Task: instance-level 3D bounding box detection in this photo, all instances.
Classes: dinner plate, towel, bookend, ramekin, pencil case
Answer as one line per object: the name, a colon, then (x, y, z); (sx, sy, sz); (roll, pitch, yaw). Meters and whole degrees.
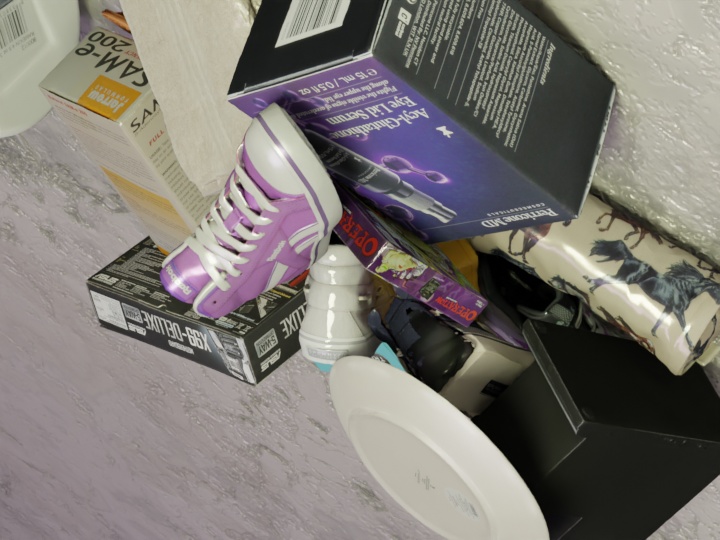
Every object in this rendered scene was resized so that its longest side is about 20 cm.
dinner plate: (0.048, 0.140, 1.210); (0.200, 0.024, 0.201); (35, 155, 19)
towel: (-0.103, -0.155, 1.186); (0.132, 0.034, 0.202); (-13, 99, 50)
bookend: (0.143, 0.145, 1.269); (0.198, 0.200, 0.093); (11, -140, -43)
ramekin: (-0.324, -0.204, 1.433); (0.097, 0.201, 0.201); (9, 145, 33)
pencil case: (0.174, -0.003, 1.235); (0.199, 0.078, 0.090); (32, 168, 12)

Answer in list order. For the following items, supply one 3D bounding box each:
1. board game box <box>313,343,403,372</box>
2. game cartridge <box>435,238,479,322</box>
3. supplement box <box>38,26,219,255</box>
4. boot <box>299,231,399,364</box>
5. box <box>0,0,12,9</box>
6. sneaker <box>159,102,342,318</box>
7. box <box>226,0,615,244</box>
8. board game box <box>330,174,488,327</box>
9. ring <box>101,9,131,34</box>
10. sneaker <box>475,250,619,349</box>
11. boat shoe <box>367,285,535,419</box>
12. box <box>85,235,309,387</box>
board game box: (-0.039, 0.015, 1.606); (0.150, 0.047, 0.200); (1, 138, 53)
game cartridge: (0.043, -0.019, 1.360); (0.177, 0.032, 0.201); (58, 166, 28)
supplement box: (-0.149, -0.086, 1.365); (0.126, 0.074, 0.200); (26, 157, 45)
boot: (0.000, 0.000, 1.307); (0.073, 0.097, 0.200); (6, -167, 7)
box: (-0.280, -0.255, 1.245); (0.198, 0.200, 0.124); (-4, 124, 57)
sneaker: (-0.075, -0.024, 1.104); (0.073, 0.114, 0.201); (53, 165, 19)
box: (0.042, -0.114, 1.110); (0.199, 0.105, 0.147); (34, 153, -31)
board game box: (-0.001, -0.046, 1.214); (0.120, 0.032, 0.200); (24, -161, -44)
ring: (-0.110, -0.155, 1.341); (0.199, 0.019, 0.200); (30, 180, 0)
sneaker: (0.155, 0.049, 1.325); (0.199, 0.078, 0.140); (37, 170, 0)
boat shoe: (0.080, 0.063, 1.277); (0.093, 0.075, 0.200); (45, -176, 29)
box: (-0.108, 0.010, 1.448); (0.199, 0.157, 0.050); (16, 132, 40)
